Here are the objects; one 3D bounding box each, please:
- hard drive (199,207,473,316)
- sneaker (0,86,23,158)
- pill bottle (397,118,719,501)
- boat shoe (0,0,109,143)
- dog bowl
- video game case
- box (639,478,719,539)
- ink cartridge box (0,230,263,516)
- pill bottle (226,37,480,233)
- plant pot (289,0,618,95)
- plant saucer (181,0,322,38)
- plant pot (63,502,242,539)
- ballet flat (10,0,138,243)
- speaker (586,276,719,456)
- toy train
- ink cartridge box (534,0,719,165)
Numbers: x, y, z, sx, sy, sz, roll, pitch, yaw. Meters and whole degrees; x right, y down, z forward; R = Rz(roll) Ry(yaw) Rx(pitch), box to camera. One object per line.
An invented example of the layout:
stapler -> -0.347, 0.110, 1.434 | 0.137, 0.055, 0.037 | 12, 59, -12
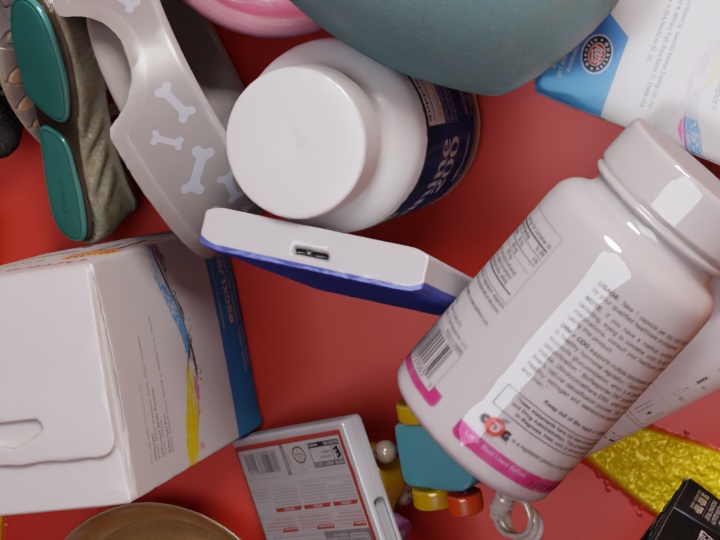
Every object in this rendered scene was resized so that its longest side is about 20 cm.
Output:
hard drive -> 0.000, 0.000, 1.039 | 0.131, 0.200, 0.026 | 12, 87, 17
sneaker -> -0.318, -0.118, 1.207 | 0.199, 0.074, 0.080 | 26, 120, 18
pill bottle -> 0.123, 0.021, 0.970 | 0.113, 0.113, 0.200 | 43, 105, 8
boat shoe -> -0.221, -0.172, 1.138 | 0.074, 0.073, 0.201 | -27, 127, -14
dog bowl -> -0.113, -0.109, 1.069 | 0.058, 0.200, 0.201 | -27, 89, 8
video game case -> -0.012, 0.196, 1.127 | 0.143, 0.017, 0.201 | -16, 92, 55
box -> 0.165, 0.231, 1.016 | 0.086, 0.200, 0.164 | 36, 107, 10
ink cartridge box -> -0.176, 0.061, 1.106 | 0.146, 0.200, 0.146 | -9, 95, 19
pill bottle -> -0.004, -0.081, 1.028 | 0.110, 0.200, 0.112 | 3, 98, 18
plant pot -> 0.066, -0.175, 0.940 | 0.200, 0.200, 0.135 | -37, 104, 20
plant saucer -> -0.052, -0.244, 1.050 | 0.051, 0.199, 0.202 | 32, 111, 53
plant pot -> -0.133, 0.256, 1.213 | 0.199, 0.027, 0.202 | 3, 98, 19
ballet flat -> -0.180, -0.108, 1.120 | 0.067, 0.062, 0.201 | 35, 143, 33
speaker -> 0.195, 0.037, 1.042 | 0.199, 0.081, 0.082 | -31, 88, 20
toy train -> 0.050, 0.162, 1.108 | 0.151, 0.055, 0.200 | 52, 134, 18
ink cartridge box -> 0.222, -0.138, 1.006 | 0.199, 0.085, 0.145 | 24, 105, 16
